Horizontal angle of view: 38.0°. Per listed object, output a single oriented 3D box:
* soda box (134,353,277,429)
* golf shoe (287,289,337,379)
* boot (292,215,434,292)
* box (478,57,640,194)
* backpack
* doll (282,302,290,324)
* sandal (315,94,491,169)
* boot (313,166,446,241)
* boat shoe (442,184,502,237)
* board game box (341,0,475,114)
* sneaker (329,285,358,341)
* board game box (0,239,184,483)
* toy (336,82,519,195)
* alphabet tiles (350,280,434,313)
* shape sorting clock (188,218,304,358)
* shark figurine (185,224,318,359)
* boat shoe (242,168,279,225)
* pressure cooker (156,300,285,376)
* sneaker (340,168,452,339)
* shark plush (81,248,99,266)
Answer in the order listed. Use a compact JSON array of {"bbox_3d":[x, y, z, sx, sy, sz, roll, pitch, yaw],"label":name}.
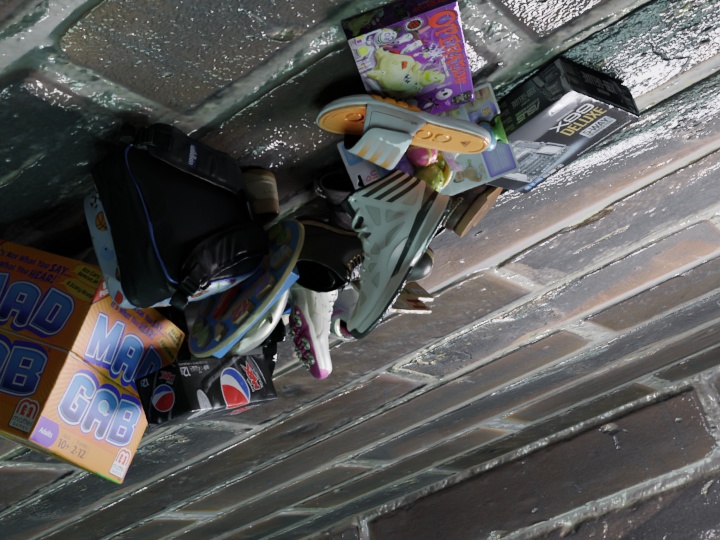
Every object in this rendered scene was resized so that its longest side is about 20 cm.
[{"bbox_3d":[-0.186,0.148,1.296,0.070,0.064,0.199,-24,168,24],"label":"soda box"},{"bbox_3d":[-0.062,0.047,1.449,0.090,0.203,0.075,-14,173,-23],"label":"golf shoe"},{"bbox_3d":[0.000,0.000,1.303,0.196,0.139,0.079,7,111,-7],"label":"boot"},{"bbox_3d":[0.229,-0.177,1.323,0.156,0.050,0.199,8,148,-45],"label":"box"},{"bbox_3d":[-0.200,-0.046,1.162,0.153,0.203,0.189,-21,171,38],"label":"backpack"},{"bbox_3d":[-0.112,0.037,1.582,0.134,0.049,0.200,-15,164,-19],"label":"doll"},{"bbox_3d":[0.051,-0.144,1.167,0.203,0.060,0.079,9,159,-13],"label":"sandal"},{"bbox_3d":[0.036,-0.089,1.368,0.197,0.070,0.175,-11,158,-8],"label":"boot"},{"bbox_3d":[0.139,-0.099,1.391,0.071,0.070,0.200,-58,170,17],"label":"boat shoe"},{"bbox_3d":[0.057,-0.224,1.130,0.118,0.033,0.200,-23,157,4],"label":"board game box"},{"bbox_3d":[-0.027,0.078,1.681,0.080,0.089,0.201,-13,157,-8],"label":"sneaker"},{"bbox_3d":[-0.368,0.107,1.241,0.197,0.202,0.200,13,161,24],"label":"board game box"},{"bbox_3d":[0.083,-0.132,1.251,0.197,0.116,0.047,-22,-159,6],"label":"toy"},{"bbox_3d":[0.004,0.001,1.417,0.165,0.200,0.008,5,118,-42],"label":"alphabet tiles"},{"bbox_3d":[-0.139,0.017,1.239,0.199,0.202,0.039,-32,121,33],"label":"shape sorting clock"},{"bbox_3d":[-0.134,0.056,1.367,0.127,0.217,0.090,26,164,1],"label":"shark figurine"},{"bbox_3d":[-0.180,-0.052,1.308,0.199,0.065,0.071,-33,152,34],"label":"boat shoe"},{"bbox_3d":[-0.209,0.101,1.483,0.197,0.176,0.181,-4,124,-34],"label":"pressure cooker"},{"bbox_3d":[0.013,-0.027,1.234,0.202,0.114,0.076,-59,179,2],"label":"sneaker"},{"bbox_3d":[-0.309,0.012,1.326,0.197,0.092,0.084,-17,145,13],"label":"shark plush"}]
